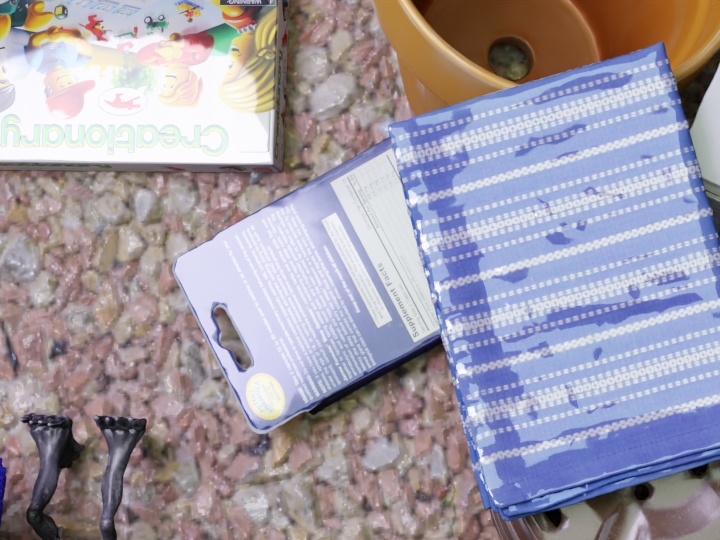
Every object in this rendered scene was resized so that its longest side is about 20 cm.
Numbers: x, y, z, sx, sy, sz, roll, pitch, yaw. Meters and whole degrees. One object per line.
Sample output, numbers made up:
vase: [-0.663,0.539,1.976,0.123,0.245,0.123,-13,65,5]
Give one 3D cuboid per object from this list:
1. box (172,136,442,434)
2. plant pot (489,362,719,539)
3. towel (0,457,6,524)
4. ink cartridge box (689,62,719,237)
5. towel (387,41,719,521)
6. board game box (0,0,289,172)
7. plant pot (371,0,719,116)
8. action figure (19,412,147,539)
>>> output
box: [0.000,0.000,1.153,0.199,0.032,0.122,-28,80,1]
plant pot: [0.156,0.100,1.037,0.198,0.198,0.202,-1,84,8]
towel: [-0.268,0.165,1.112,0.199,0.049,0.149,-2,85,48]
ink cartridge box: [0.229,-0.081,1.048,0.082,0.200,0.147,24,87,10]
towel: [0.104,0.006,0.935,0.143,0.024,0.202,-15,87,5]
board game box: [-0.144,-0.125,1.188,0.198,0.035,0.128,0,83,8]
plant pot: [0.094,-0.148,1.070,0.198,0.183,0.202,2,72,-7]
action figure: [-0.173,0.183,1.120,0.118,0.102,0.202,0,83,22]
